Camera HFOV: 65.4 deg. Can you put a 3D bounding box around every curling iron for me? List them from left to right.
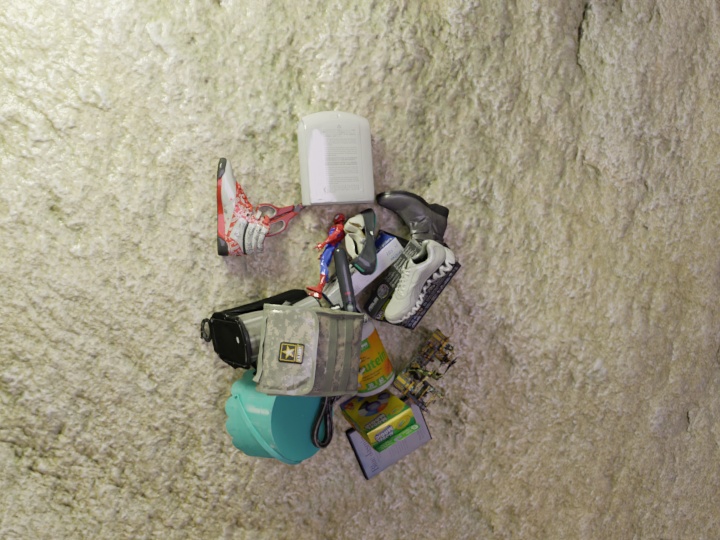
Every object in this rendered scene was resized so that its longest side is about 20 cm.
[{"bbox_3d":[0.132,-0.063,1.353,0.199,0.026,0.050,15,70,-19],"label":"curling iron"}]

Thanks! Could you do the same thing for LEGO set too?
[{"bbox_3d":[0.170,0.248,1.335,0.116,0.154,0.200,39,68,12],"label":"LEGO set"}]

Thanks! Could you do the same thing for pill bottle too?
[{"bbox_3d":[-0.006,0.175,1.278,0.111,0.111,0.201,-29,107,-16],"label":"pill bottle"}]

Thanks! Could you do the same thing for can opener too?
[{"bbox_3d":[-0.031,0.049,1.173,0.078,0.063,0.201,-8,98,-14],"label":"can opener"}]

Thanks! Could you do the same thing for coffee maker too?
[{"bbox_3d":[-0.201,0.109,1.173,0.199,0.192,0.135,-15,125,-41],"label":"coffee maker"}]

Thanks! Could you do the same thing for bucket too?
[{"bbox_3d":[-0.164,0.300,1.176,0.207,0.134,0.209,7,81,-48],"label":"bucket"}]

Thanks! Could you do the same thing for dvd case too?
[{"bbox_3d":[0.073,0.411,1.394,0.199,0.018,0.143,-27,107,-17],"label":"dvd case"}]

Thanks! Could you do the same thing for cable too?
[{"bbox_3d":[-0.057,0.263,1.163,0.097,0.050,0.201,44,53,-31],"label":"cable"}]

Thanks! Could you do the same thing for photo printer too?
[{"bbox_3d":[-0.054,-0.243,1.219,0.165,0.069,0.201,-6,95,-22],"label":"photo printer"}]

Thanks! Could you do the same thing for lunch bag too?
[{"bbox_3d":[-0.101,0.150,1.062,0.199,0.117,0.165,7,87,-38],"label":"lunch bag"}]

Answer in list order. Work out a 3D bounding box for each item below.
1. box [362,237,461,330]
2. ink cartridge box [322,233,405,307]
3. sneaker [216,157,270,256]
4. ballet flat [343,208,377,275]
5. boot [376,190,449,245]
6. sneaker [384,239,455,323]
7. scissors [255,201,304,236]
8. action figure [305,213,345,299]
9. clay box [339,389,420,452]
[{"bbox_3d":[0.120,0.036,1.285,0.160,0.044,0.200,19,112,-45],"label":"box"},{"bbox_3d":[0.000,0.000,1.260,0.200,0.094,0.044,-41,109,-8],"label":"ink cartridge box"},{"bbox_3d":[-0.241,-0.129,1.157,0.107,0.067,0.203,-1,103,-13],"label":"sneaker"},{"bbox_3d":[-0.001,-0.076,1.217,0.073,0.201,0.073,-1,137,-1],"label":"ballet flat"},{"bbox_3d":[0.122,-0.102,1.300,0.199,0.070,0.132,14,75,-22],"label":"boot"},{"bbox_3d":[0.109,0.021,1.185,0.081,0.075,0.200,33,97,-36],"label":"sneaker"},{"bbox_3d":[-0.139,-0.130,1.237,0.199,0.014,0.074,-18,101,-20],"label":"scissors"},{"bbox_3d":[-0.073,-0.039,1.238,0.051,0.065,0.201,18,68,9],"label":"action figure"},{"bbox_3d":[0.041,0.330,1.271,0.115,0.200,0.048,-27,106,-18],"label":"clay box"}]
